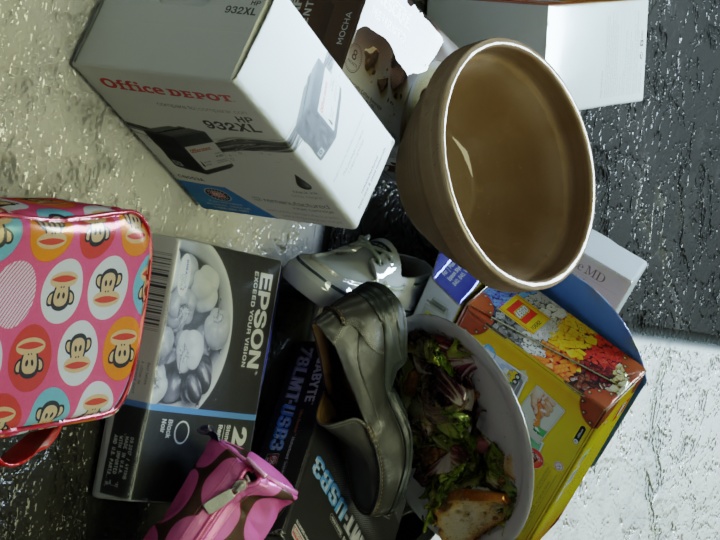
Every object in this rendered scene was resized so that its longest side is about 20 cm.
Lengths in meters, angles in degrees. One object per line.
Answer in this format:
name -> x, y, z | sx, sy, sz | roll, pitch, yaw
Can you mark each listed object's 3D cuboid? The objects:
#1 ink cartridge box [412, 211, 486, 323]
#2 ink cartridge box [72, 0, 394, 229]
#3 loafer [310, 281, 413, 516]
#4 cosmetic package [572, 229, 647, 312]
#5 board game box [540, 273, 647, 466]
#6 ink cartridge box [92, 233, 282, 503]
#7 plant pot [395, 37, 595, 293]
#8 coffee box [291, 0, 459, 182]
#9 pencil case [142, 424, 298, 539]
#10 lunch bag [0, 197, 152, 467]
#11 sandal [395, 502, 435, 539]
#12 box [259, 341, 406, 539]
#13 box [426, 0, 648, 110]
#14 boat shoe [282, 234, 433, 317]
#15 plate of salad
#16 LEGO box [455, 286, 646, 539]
ink cartridge box -> 0.102, 0.000, 1.878 | 0.198, 0.047, 0.200 | -47, 167, -44
ink cartridge box -> -0.088, -0.120, 1.536 | 0.200, 0.145, 0.084 | 50, 57, -51
loafer -> -0.006, 0.109, 1.699 | 0.072, 0.073, 0.200 | -20, 115, -33
cosmetic package -> 0.163, 0.057, 1.942 | 0.200, 0.101, 0.071 | -63, 171, 22
board game box -> 0.176, 0.076, 1.875 | 0.039, 0.158, 0.200 | -33, 156, -42
ink cartridge box -> -0.114, 0.081, 1.643 | 0.200, 0.043, 0.198 | 12, 88, -60
plant pot -> 0.093, -0.077, 1.712 | 0.201, 0.093, 0.201 | 15, 70, -47
coffee box -> 0.008, -0.158, 1.742 | 0.200, 0.080, 0.113 | 38, 67, -55
pencil case -> -0.132, 0.216, 1.556 | 0.091, 0.094, 0.200 | 35, 83, -10
lunch bag -> -0.224, 0.041, 1.419 | 0.200, 0.082, 0.176 | -1, 99, -59
sandal -> 0.045, 0.215, 1.920 | 0.048, 0.075, 0.200 | 51, 45, -4
box -> -0.027, 0.194, 1.767 | 0.200, 0.050, 0.199 | 67, 30, -42
box -> 0.160, -0.198, 1.934 | 0.200, 0.124, 0.098 | -14, 109, -57
boat shoe -> 0.000, 0.000, 1.769 | 0.067, 0.074, 0.200 | -54, 161, 8
plate of salad -> 0.064, 0.134, 1.720 | 0.048, 0.200, 0.200 | -18, 114, -34
LEGO box -> 0.130, 0.126, 1.841 | 0.077, 0.149, 0.200 | -36, 158, -48
